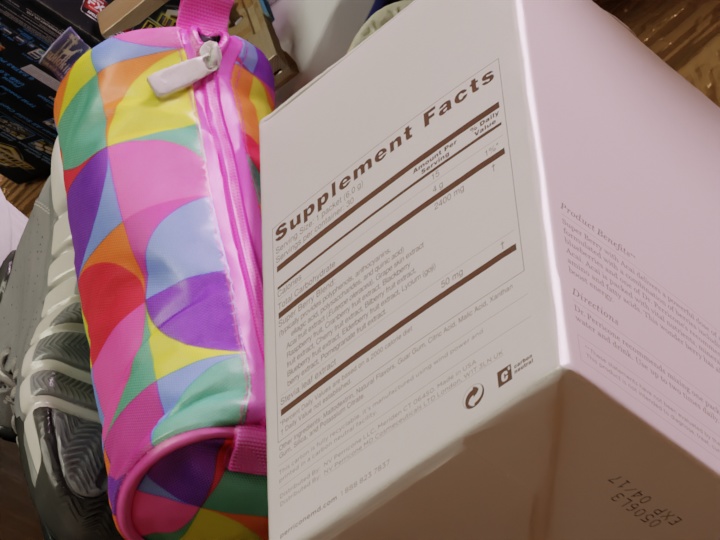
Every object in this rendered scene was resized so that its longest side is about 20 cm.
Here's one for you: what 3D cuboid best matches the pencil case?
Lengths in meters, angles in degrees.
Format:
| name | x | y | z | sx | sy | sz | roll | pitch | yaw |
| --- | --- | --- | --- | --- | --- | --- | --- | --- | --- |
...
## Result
| name | x | y | z | sx | sy | sz | roll | pitch | yaw |
| --- | --- | --- | --- | --- | --- | --- | --- | --- | --- |
| pencil case | -0.056 | 0.002 | 0.964 | 0.088 | 0.088 | 0.200 | -36 | 48 | 27 |

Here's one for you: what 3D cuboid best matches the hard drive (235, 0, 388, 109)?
| name | x | y | z | sx | sy | sz | roll | pitch | yaw |
| --- | --- | --- | --- | --- | --- | --- | --- | --- | --- |
| hard drive | -0.037 | -0.075 | 1.149 | 0.132 | 0.025 | 0.200 | -29 | 31 | 55 |

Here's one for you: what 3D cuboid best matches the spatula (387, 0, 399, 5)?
| name | x | y | z | sx | sy | sz | roll | pitch | yaw |
| --- | --- | --- | --- | --- | --- | --- | --- | --- | --- |
| spatula | -0.006 | -0.081 | 1.161 | 0.057 | 0.021 | 0.200 | -1 | 58 | 62 |

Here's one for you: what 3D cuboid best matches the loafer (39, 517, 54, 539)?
| name | x | y | z | sx | sy | sz | roll | pitch | yaw |
| --- | --- | --- | --- | --- | --- | --- | --- | --- | --- |
| loafer | -0.058 | 0.122 | 0.990 | 0.068 | 0.070 | 0.201 | -56 | 32 | -2 |

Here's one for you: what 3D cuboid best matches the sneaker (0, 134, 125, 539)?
| name | x | y | z | sx | sy | sz | roll | pitch | yaw |
| --- | --- | --- | --- | --- | --- | --- | --- | --- | --- |
| sneaker | -0.105 | 0.046 | 1.043 | 0.116 | 0.075 | 0.200 | -52 | 26 | 39 |

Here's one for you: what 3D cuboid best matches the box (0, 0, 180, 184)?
| name | x | y | z | sx | sy | sz | roll | pitch | yaw |
| --- | --- | --- | --- | --- | --- | --- | --- | --- | --- |
| box | -0.174 | -0.114 | 1.244 | 0.159 | 0.200 | 0.046 | -13 | 53 | 48 |

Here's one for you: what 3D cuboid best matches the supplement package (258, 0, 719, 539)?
| name | x | y | z | sx | sy | sz | roll | pitch | yaw |
| --- | --- | --- | --- | --- | --- | --- | --- | --- | --- |
| supplement package | 0.050 | 0.017 | 0.898 | 0.120 | 0.121 | 0.200 | -36 | 35 | 28 |

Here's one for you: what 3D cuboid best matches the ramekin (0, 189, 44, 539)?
| name | x | y | z | sx | sy | sz | roll | pitch | yaw |
| --- | --- | --- | --- | --- | --- | --- | --- | --- | --- |
| ramekin | -0.187 | 0.058 | 1.188 | 0.200 | 0.105 | 0.200 | -33 | 38 | 31 |

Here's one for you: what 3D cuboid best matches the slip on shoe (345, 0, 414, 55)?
| name | x | y | z | sx | sy | sz | roll | pitch | yaw |
| --- | --- | --- | --- | --- | --- | --- | --- | --- | --- |
| slip on shoe | 0.000 | 0.000 | 1.046 | 0.074 | 0.061 | 0.200 | 16 | 80 | 10 |

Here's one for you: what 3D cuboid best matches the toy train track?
| name | x | y | z | sx | sy | sz | roll | pitch | yaw |
| --- | --- | --- | --- | --- | --- | --- | --- | --- | --- |
| toy train track | -0.048 | -0.107 | 1.142 | 0.115 | 0.033 | 0.200 | -37 | 27 | 9 |
